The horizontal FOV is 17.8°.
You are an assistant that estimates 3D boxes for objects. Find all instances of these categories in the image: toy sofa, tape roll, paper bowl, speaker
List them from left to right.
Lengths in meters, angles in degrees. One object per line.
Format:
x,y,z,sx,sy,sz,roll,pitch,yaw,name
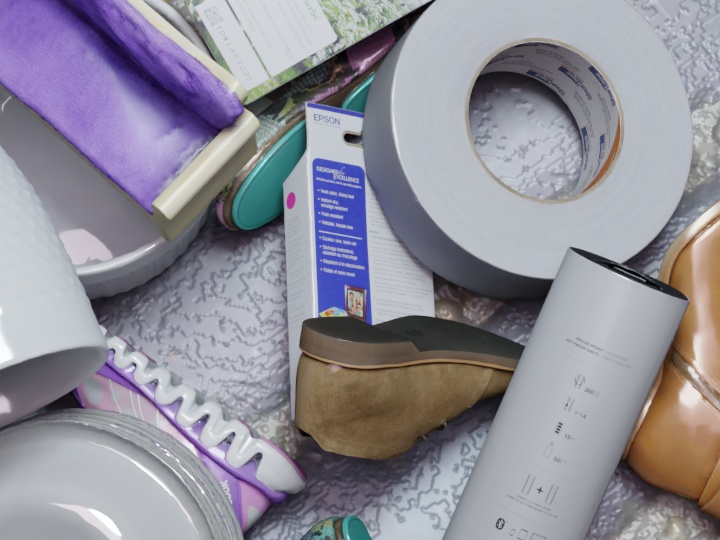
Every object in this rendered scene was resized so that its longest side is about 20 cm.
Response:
-0.171,0.184,1.337,0.200,0.104,0.201,1,94,11,paper bowl
-0.157,-0.118,1.356,0.200,0.098,0.083,41,77,11,toy sofa
0.104,-0.085,1.441,0.200,0.066,0.201,3,77,-15,tape roll
0.122,0.089,1.373,0.081,0.081,0.200,23,97,7,speaker

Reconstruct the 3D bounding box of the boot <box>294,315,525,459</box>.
0.037,0.070,1.393,0.074,0.200,0.076,22,105,47,boot

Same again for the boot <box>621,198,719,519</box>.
0.241,0.054,1.423,0.155,0.074,0.200,35,90,14,boot

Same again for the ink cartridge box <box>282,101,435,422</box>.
0.000,0.000,1.437,0.095,0.037,0.201,9,72,-34,ink cartridge box

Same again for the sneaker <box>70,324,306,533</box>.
-0.134,0.101,1.413,0.200,0.080,0.089,35,87,10,sneaker

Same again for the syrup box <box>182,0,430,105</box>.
-0.009,-0.191,1.432,0.200,0.081,0.079,-30,107,2,syrup box

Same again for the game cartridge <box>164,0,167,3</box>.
-0.194,-0.273,1.501,0.176,0.032,0.201,12,94,14,game cartridge

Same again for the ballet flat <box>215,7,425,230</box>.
-0.032,-0.106,1.483,0.200,0.069,0.071,-43,60,-15,ballet flat

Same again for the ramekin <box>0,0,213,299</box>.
-0.180,-0.076,1.448,0.200,0.105,0.201,0,73,0,ramekin

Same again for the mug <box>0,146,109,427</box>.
-0.266,0.009,1.305,0.200,0.148,0.176,-26,78,3,mug

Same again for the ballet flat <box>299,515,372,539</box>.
0.010,0.246,1.379,0.074,0.074,0.200,-23,73,-7,ballet flat
